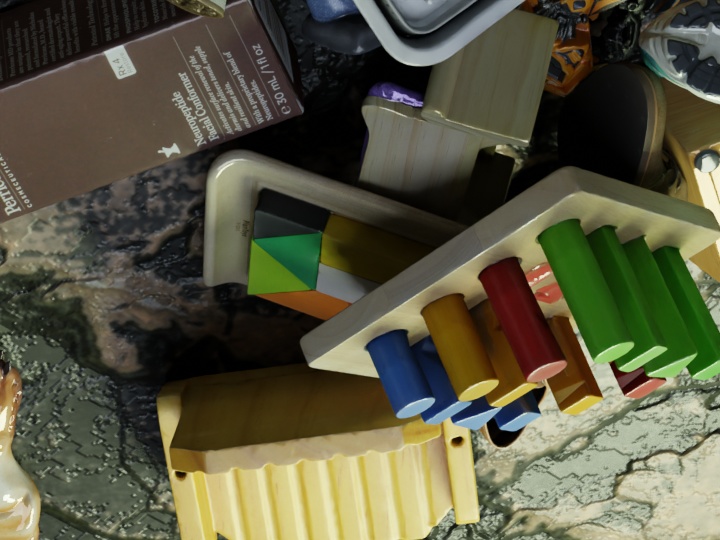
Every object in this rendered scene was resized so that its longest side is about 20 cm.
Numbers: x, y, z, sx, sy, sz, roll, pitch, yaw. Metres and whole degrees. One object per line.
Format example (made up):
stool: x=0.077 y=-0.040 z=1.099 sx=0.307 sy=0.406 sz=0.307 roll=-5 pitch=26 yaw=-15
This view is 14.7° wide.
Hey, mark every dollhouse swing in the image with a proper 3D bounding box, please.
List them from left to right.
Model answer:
dollhouse swing: x=-0.025 y=0.143 z=1.810 sx=0.199 sy=0.176 sz=0.183 roll=-7 pitch=117 yaw=2

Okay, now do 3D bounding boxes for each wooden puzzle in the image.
wooden puzzle: x=0.000 y=0.000 z=1.715 sx=0.199 sy=0.037 sz=0.185 roll=15 pitch=156 yaw=2

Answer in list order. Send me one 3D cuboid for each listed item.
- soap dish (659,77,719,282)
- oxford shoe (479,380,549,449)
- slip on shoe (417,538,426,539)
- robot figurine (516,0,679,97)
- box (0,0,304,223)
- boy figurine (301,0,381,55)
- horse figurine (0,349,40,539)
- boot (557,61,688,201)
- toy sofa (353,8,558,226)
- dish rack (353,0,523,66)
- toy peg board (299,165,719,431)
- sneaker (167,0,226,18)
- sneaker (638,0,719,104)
soap dish: x=0.287 y=-0.080 z=1.754 sx=0.199 sy=0.081 sz=0.158 roll=-19 pitch=134 yaw=5
oxford shoe: x=0.115 y=0.035 z=1.835 sx=0.071 sy=0.071 sz=0.201 roll=3 pitch=130 yaw=-12
slip on shoe: x=0.043 y=0.279 z=2.056 sx=0.074 sy=0.061 sz=0.201 roll=-12 pitch=135 yaw=-2
robot figurine: x=0.133 y=-0.183 z=1.641 sx=0.144 sy=0.058 sz=0.200 roll=22 pitch=124 yaw=-27
box: x=-0.144 y=-0.114 z=1.640 sx=0.199 sy=0.075 sz=0.100 roll=-19 pitch=134 yaw=9
boy figurine: x=-0.006 y=-0.228 z=1.551 sx=0.124 sy=0.064 sz=0.201 roll=-25 pitch=123 yaw=-28
horse figurine: x=-0.264 y=0.150 z=1.869 sx=0.132 sy=0.050 sz=0.201 roll=-27 pitch=126 yaw=-10
boot: x=0.165 y=-0.064 z=1.709 sx=0.075 sy=0.074 sz=0.200 roll=-19 pitch=149 yaw=-19
toy sofa: x=0.050 y=-0.083 z=1.650 sx=0.097 sy=0.083 sz=0.200 roll=16 pitch=157 yaw=2
dish rack: x=0.059 y=-0.227 z=1.513 sx=0.200 sy=0.044 sz=0.172 roll=-38 pitch=123 yaw=-4
toy peg board: x=0.106 y=0.043 z=1.639 sx=0.199 sy=0.098 sz=0.200 roll=-33 pitch=157 yaw=24
sneaker: x=-0.141 y=-0.227 z=1.545 sx=0.200 sy=0.067 sz=0.090 roll=32 pitch=83 yaw=-12
sneaker: x=0.259 y=-0.121 z=1.649 sx=0.199 sy=0.080 sz=0.078 roll=14 pitch=87 yaw=-13
